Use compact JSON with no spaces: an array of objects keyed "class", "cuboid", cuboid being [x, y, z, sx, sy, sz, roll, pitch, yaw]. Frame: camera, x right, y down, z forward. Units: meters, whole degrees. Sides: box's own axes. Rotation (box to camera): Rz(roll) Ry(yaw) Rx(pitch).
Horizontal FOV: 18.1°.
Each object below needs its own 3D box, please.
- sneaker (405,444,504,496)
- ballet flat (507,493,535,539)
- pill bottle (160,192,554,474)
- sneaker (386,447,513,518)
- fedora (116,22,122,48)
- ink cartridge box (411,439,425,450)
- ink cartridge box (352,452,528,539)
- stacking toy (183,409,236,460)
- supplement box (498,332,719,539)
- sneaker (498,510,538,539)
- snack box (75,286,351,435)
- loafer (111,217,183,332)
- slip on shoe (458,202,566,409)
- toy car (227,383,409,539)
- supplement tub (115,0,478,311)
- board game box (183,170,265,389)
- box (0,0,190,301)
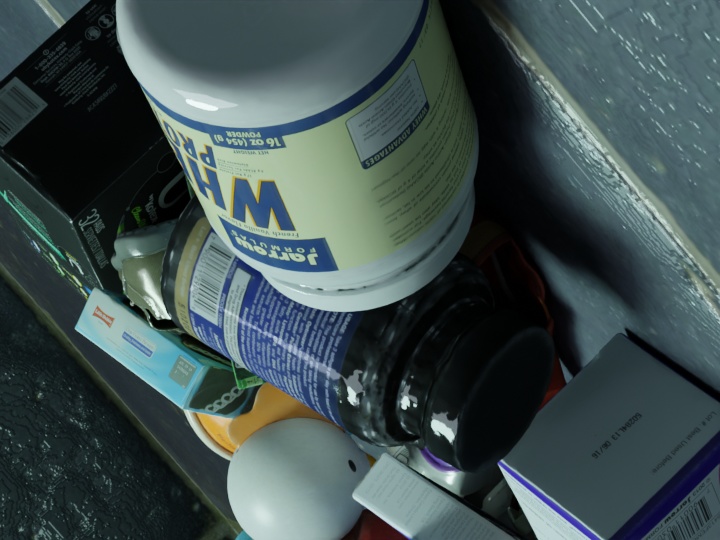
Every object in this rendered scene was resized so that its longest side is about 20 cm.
[{"class":"sneaker","cuboid":[0.043,0.073,1.553,0.200,0.080,0.084,40,137,49]},{"class":"ballet flat","cuboid":[0.127,0.137,1.414,0.068,0.072,0.200,49,167,4]},{"class":"pill bottle","cuboid":[-0.001,0.024,1.198,0.200,0.112,0.112,30,160,29]},{"class":"sneaker","cuboid":[0.058,0.130,1.617,0.088,0.076,0.200,51,167,-14]},{"class":"fedora","cuboid":[-0.072,-0.130,1.229,0.177,0.090,0.200,45,167,12]},{"class":"ink cartridge box","cuboid":[0.000,0.000,1.396,0.145,0.084,0.200,41,165,30]},{"class":"ink cartridge box","cuboid":[0.118,0.205,1.428,0.200,0.043,0.198,34,178,44]},{"class":"stacking toy","cuboid":[-0.033,0.078,1.726,0.200,0.146,0.146,-3,130,51]},{"class":"supplement box","cuboid":[0.166,0.145,1.245,0.103,0.101,0.200,37,163,42]},{"class":"sneaker","cuboid":[0.119,0.218,1.661,0.099,0.078,0.200,4,-160,-26]},{"class":"snack box","cuboid":[-0.094,0.068,1.586,0.116,0.037,0.200,33,-171,34]},{"class":"loafer","cuboid":[-0.126,0.012,1.489,0.200,0.075,0.070,63,-168,-85]},{"class":"slip on shoe","cuboid":[0.081,0.039,1.288,0.061,0.074,0.200,31,155,43]},{"class":"toy car","cuboid":[-0.019,0.163,1.526,0.184,0.176,0.201,-109,10,-69]},{"class":"supplement tub","cuboid":[-0.022,-0.083,1.082,0.145,0.145,0.200,40,165,32]},{"class":"board game box","cuboid":[-0.088,-0.026,1.441,0.105,0.023,0.201,-35,-69,-89]},{"class":"box","cuboid":[-0.169,-0.072,1.597,0.124,0.149,0.200,41,166,23]}]
